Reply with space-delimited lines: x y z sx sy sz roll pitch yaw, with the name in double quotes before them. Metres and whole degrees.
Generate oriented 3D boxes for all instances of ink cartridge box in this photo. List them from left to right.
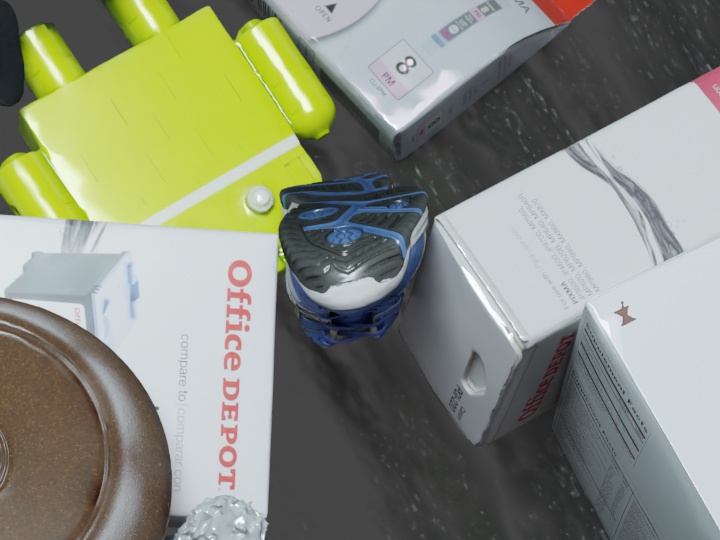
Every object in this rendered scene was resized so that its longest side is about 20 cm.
"ink cartridge box" -0.145 0.051 1.165 0.200 0.086 0.147 3 80 -9
"ink cartridge box" 0.042 -0.182 1.317 0.200 0.057 0.163 -40 75 -9
"ink cartridge box" 0.128 -0.009 1.190 0.200 0.146 0.085 -30 72 -19

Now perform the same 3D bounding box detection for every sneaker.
"sneaker" 0.000 0.000 1.155 0.076 0.200 0.077 -9 99 1

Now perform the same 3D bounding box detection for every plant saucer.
"plant saucer" -0.185 0.091 1.057 0.200 0.032 0.200 1 59 -2

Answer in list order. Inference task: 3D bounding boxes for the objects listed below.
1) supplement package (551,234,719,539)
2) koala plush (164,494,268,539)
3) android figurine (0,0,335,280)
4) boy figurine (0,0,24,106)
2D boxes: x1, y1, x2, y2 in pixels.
"supplement package" 0.215 0.068 1.146 0.191 0.200 0.147 -25 72 -9
"koala plush" -0.094 0.212 1.110 0.184 0.177 0.200 19 63 8
"android figurine" -0.099 -0.060 1.260 0.182 0.041 0.200 -29 80 -17
"boy figurine" -0.273 -0.100 1.252 0.200 0.124 0.065 -6 87 32
